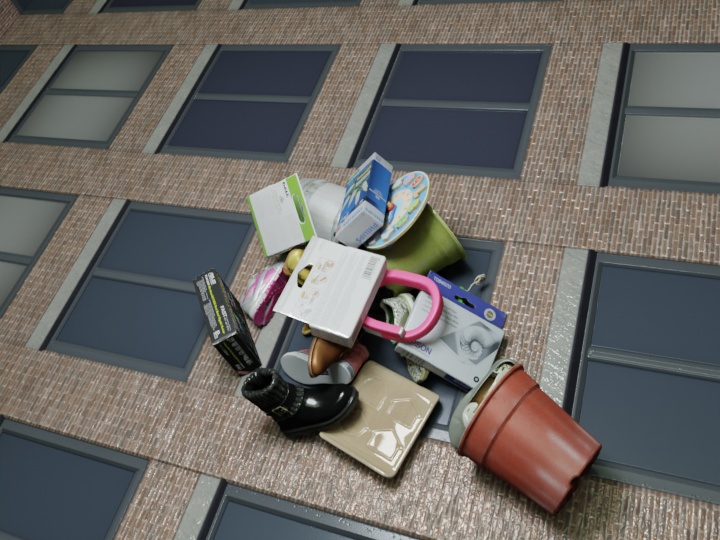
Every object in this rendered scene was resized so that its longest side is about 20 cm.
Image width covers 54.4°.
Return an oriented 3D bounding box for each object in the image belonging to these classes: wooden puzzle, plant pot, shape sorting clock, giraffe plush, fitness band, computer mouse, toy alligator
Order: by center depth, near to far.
[{"bbox_3d":[0.306,0.308,1.239,0.194,0.202,0.201,36,72,26],"label":"plant pot"},{"bbox_3d":[0.041,0.300,1.417,0.182,0.047,0.201,23,61,30],"label":"wooden puzzle"},{"bbox_3d":[0.074,0.068,1.420,0.196,0.038,0.146,13,62,36],"label":"fitness band"},{"bbox_3d":[0.071,-0.131,1.493,0.199,0.039,0.203,-40,30,29],"label":"shape sorting clock"},{"bbox_3d":[0.199,0.077,1.509,0.197,0.060,0.055,-30,52,-4],"label":"toy alligator"},{"bbox_3d":[0.000,0.000,1.524,0.034,0.201,0.059,-39,11,-6],"label":"computer mouse"},{"bbox_3d":[0.107,-0.044,1.560,0.183,0.201,0.201,-41,53,1],"label":"plant pot"},{"bbox_3d":[-0.092,0.061,1.581,0.195,0.173,0.166,19,69,-10],"label":"giraffe plush"}]

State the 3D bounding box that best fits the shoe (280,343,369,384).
[{"bbox_3d":[-0.076,0.194,1.519,0.196,0.073,0.091,0,27,36],"label":"shoe"}]

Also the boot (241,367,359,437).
[{"bbox_3d":[-0.122,0.247,1.399,0.207,0.159,0.080,-26,30,21],"label":"boot"}]

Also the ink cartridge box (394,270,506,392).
[{"bbox_3d":[0.194,0.120,1.437,0.196,0.041,0.203,27,64,0],"label":"ink cartridge box"}]

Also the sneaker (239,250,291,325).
[{"bbox_3d":[-0.222,0.028,1.671,0.087,0.082,0.202,20,62,29],"label":"sneaker"}]

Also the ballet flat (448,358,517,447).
[{"bbox_3d":[0.237,0.251,1.345,0.067,0.064,0.201,38,78,3],"label":"ballet flat"}]

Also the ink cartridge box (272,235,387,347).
[{"bbox_3d":[-0.059,0.039,1.432,0.172,0.045,0.203,16,59,18],"label":"ink cartridge box"}]

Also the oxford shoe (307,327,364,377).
[{"bbox_3d":[-0.046,0.148,1.430,0.069,0.073,0.200,3,30,27],"label":"oxford shoe"}]

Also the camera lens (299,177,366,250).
[{"bbox_3d":[-0.071,-0.123,1.677,0.196,0.161,0.162,22,64,30],"label":"camera lens"}]

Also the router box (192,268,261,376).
[{"bbox_3d":[-0.303,0.118,1.590,0.061,0.151,0.202,-27,51,-2],"label":"router box"}]

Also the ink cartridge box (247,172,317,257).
[{"bbox_3d":[-0.156,-0.127,1.584,0.075,0.152,0.197,-20,3,-44],"label":"ink cartridge box"}]

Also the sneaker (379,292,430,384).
[{"bbox_3d":[0.085,0.142,1.460,0.087,0.077,0.205,3,57,-34],"label":"sneaker"}]

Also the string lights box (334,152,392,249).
[{"bbox_3d":[0.010,-0.150,1.516,0.102,0.058,0.203,-40,27,37],"label":"string lights box"}]
